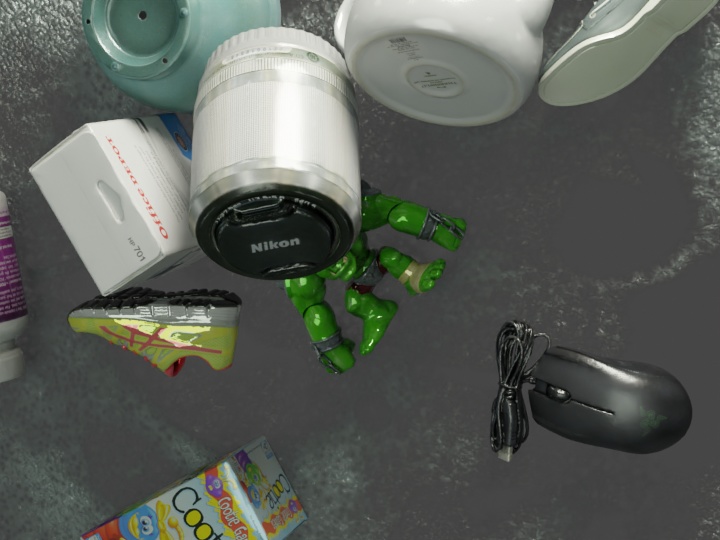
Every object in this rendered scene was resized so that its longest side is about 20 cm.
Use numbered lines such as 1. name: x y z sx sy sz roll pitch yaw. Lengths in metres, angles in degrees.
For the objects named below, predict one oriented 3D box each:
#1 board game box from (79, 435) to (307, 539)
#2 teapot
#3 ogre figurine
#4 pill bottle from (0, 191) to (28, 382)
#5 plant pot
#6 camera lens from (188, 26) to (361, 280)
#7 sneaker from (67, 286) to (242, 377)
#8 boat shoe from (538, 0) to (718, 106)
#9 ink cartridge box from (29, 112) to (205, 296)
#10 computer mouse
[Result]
1. board game box: -0.175 0.271 1.604 0.199 0.105 0.104 -29 89 20
2. teapot: 0.081 -0.236 1.409 0.198 0.198 0.147 15 67 -4
3. ogre figurine: 0.000 0.000 1.507 0.120 0.098 0.200 38 125 -9
4. pill bottle: -0.421 0.021 1.641 0.111 0.112 0.202 -7 96 20
5. plant pot: -0.195 -0.253 1.505 0.198 0.134 0.203 3 100 19
6. camera lens: -0.079 -0.105 1.423 0.159 0.160 0.202 -16 53 21
7. sneaker: -0.219 0.069 1.601 0.198 0.078 0.091 3 107 20
8. boat shoe: 0.244 -0.227 1.409 0.199 0.073 0.062 -37 43 27
9. ink cartridge box: -0.218 -0.070 1.508 0.085 0.200 0.147 -31 88 21
10. computer mouse: 0.219 0.131 1.471 0.198 0.053 0.140 8 101 18
